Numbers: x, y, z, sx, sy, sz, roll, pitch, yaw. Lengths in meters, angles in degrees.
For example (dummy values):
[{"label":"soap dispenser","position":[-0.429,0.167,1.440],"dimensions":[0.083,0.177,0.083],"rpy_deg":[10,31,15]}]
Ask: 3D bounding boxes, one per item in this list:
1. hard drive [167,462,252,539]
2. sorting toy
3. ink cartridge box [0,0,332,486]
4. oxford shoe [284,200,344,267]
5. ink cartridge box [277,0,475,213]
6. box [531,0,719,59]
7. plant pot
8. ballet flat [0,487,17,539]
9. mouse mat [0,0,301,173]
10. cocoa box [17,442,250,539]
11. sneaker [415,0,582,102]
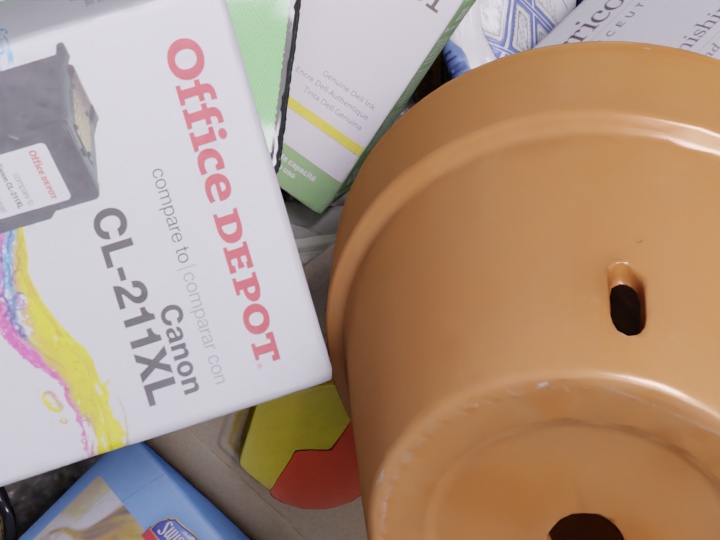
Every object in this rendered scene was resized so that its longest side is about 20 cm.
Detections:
[{"label":"hard drive","position":[-0.049,0.127,1.021],"dimensions":[0.200,0.033,0.140],"rpy_deg":[-41,109,-6]},{"label":"sorting toy","position":[0.036,0.067,0.947],"dimensions":[0.200,0.037,0.185],"rpy_deg":[-36,112,26]},{"label":"ink cartridge box","position":[-0.124,-0.010,0.846],"dimensions":[0.199,0.083,0.147],"rpy_deg":[-18,106,-5]},{"label":"oxford shoe","position":[0.000,0.000,0.969],"dimensions":[0.199,0.058,0.075],"rpy_deg":[0,132,6]},{"label":"ink cartridge box","position":[-0.015,-0.144,0.924],"dimensions":[0.145,0.048,0.200],"rpy_deg":[35,107,3]},{"label":"box","position":[0.189,-0.043,0.972],"dimensions":[0.199,0.130,0.200],"rpy_deg":[-44,123,-16]},{"label":"plant pot","position":[0.080,0.045,0.821],"dimensions":[0.199,0.140,0.201],"rpy_deg":[5,126,6]},{"label":"ballet flat","position":[-0.191,0.043,0.944],"dimensions":[0.073,0.073,0.201],"rpy_deg":[-34,108,-8]},{"label":"mouse mat","position":[-0.095,-0.133,0.885],"dimensions":[0.160,0.008,0.201],"rpy_deg":[7,93,-11]},{"label":"cocoa box","position":[-0.053,0.179,0.891],"dimensions":[0.133,0.200,0.131],"rpy_deg":[-45,130,-3]},{"label":"sneaker","position":[0.063,-0.102,0.989],"dimensions":[0.088,0.075,0.201],"rpy_deg":[-18,106,-13]}]
